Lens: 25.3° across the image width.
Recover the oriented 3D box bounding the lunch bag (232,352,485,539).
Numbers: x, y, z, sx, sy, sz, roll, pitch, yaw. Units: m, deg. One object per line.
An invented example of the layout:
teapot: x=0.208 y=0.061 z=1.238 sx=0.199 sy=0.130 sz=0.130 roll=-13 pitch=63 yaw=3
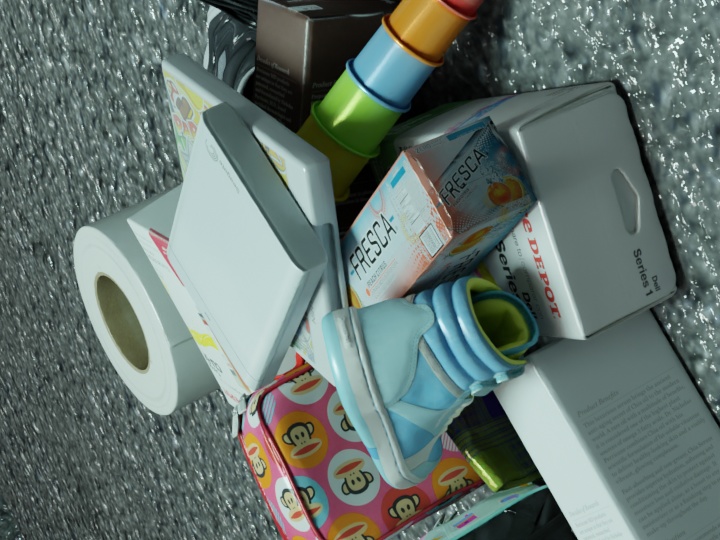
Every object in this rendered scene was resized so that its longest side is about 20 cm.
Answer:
lunch bag: x=0.006 y=0.120 z=1.267 sx=0.177 sy=0.199 sz=0.082 roll=64 pitch=153 yaw=7

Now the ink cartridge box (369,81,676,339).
ink cartridge box: x=0.103 y=-0.039 z=1.076 sx=0.200 sy=0.084 sz=0.145 roll=3 pitch=115 yaw=62

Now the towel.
towel: x=0.074 y=0.069 z=1.192 sx=0.023 sy=0.143 sz=0.200 roll=-38 pitch=74 yaw=24

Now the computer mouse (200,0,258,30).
computer mouse: x=-0.061 y=-0.225 z=1.164 sx=0.200 sy=0.109 sz=0.044 roll=-17 pitch=61 yaw=44

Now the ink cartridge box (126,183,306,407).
ink cartridge box: x=-0.099 y=0.030 z=1.351 sx=0.201 sy=0.083 sz=0.145 roll=63 pitch=163 yaw=-22

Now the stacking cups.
stacking cups: x=0.022 y=-0.135 z=1.064 sx=0.061 sy=0.060 sz=0.200 roll=52 pitch=120 yaw=23

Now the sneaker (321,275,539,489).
sneaker: x=0.060 y=0.075 z=1.047 sx=0.200 sy=0.130 sz=0.080 roll=62 pitch=-169 yaw=-60

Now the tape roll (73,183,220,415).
tape roll: x=-0.177 y=0.024 z=1.587 sx=0.203 sy=0.139 sz=0.203 roll=43 pitch=147 yaw=37

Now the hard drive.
hard drive: x=-0.084 y=-0.011 z=1.122 sx=0.132 sy=0.027 sz=0.200 roll=57 pitch=154 yaw=16

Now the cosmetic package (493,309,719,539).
cosmetic package: x=0.184 y=0.132 z=1.060 sx=0.201 sy=0.101 sz=0.071 roll=61 pitch=154 yaw=7

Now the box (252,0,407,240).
box: x=-0.025 y=-0.101 z=1.184 sx=0.075 sy=0.100 sz=0.201 roll=33 pitch=124 yaw=46

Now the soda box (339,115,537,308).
soda box: x=0.038 y=-0.020 z=1.036 sx=0.064 sy=0.068 sz=0.200 roll=61 pitch=154 yaw=12

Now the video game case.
video game case: x=-0.073 y=-0.037 z=1.131 sx=0.200 sy=0.023 sz=0.183 roll=39 pitch=145 yaw=46

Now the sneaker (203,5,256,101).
sneaker: x=-0.090 y=-0.130 z=1.330 sx=0.114 sy=0.075 sz=0.201 roll=-113 pitch=21 yaw=-45

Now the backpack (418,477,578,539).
backpack: x=0.105 y=0.265 z=1.214 sx=0.176 sy=0.199 sz=0.153 roll=62 pitch=170 yaw=0
